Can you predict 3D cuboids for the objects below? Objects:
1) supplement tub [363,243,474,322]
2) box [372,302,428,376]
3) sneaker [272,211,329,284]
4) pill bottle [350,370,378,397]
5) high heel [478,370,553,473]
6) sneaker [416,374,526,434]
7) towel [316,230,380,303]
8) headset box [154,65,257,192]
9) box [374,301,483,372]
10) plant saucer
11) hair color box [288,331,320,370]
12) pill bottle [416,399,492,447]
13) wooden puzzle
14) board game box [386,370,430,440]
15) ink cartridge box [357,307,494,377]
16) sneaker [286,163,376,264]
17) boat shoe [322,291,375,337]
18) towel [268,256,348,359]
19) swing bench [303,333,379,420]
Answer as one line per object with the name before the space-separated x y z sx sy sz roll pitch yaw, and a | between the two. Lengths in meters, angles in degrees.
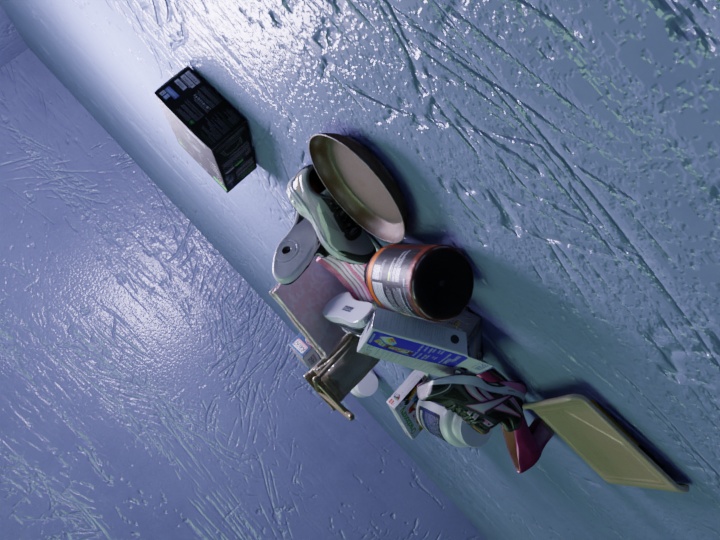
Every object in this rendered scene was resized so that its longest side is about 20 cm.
supplement tub | 0.075 0.012 0.836 0.107 0.107 0.199 51 165 -18
box | 0.094 0.137 1.225 0.200 0.041 0.156 42 164 15
sneaker | -0.090 -0.038 1.015 0.072 0.202 0.112 5 146 21
pill bottle | -0.006 0.396 2.017 0.112 0.112 0.200 49 164 -12
high heel | 0.254 0.267 1.017 0.200 0.096 0.067 46 165 -1
sneaker | 0.191 0.224 0.921 0.197 0.088 0.080 8 159 -13
towel | 0.000 0.000 1.081 0.147 0.030 0.200 48 152 -8
headset box | -0.312 -0.282 1.152 0.174 0.093 0.200 44 165 9
box | 0.119 0.094 0.980 0.198 0.049 0.159 28 159 27
plant saucer | 0.001 -0.126 0.824 0.200 0.032 0.201 42 164 15
hair color box | -0.089 0.160 1.468 0.060 0.200 0.100 36 162 29
pill bottle | 0.215 0.338 1.275 0.111 0.111 0.200 49 165 -11
wooden puzzle | 0.357 0.252 0.833 0.199 0.037 0.185 40 164 7
board game box | 0.146 0.352 1.468 0.034 0.126 0.201 33 160 39
ink cartridge box | 0.101 0.129 0.919 0.197 0.044 0.198 18 160 -1
sneaker | -0.045 -0.093 0.945 0.200 0.074 0.079 48 140 1
boat shoe | -0.012 0.094 1.104 0.068 0.072 0.199 54 160 -20
towel | -0.082 0.054 1.201 0.032 0.201 0.192 -20 115 47
swing bench | -0.016 0.211 1.256 0.130 0.199 0.200 47 165 -6
